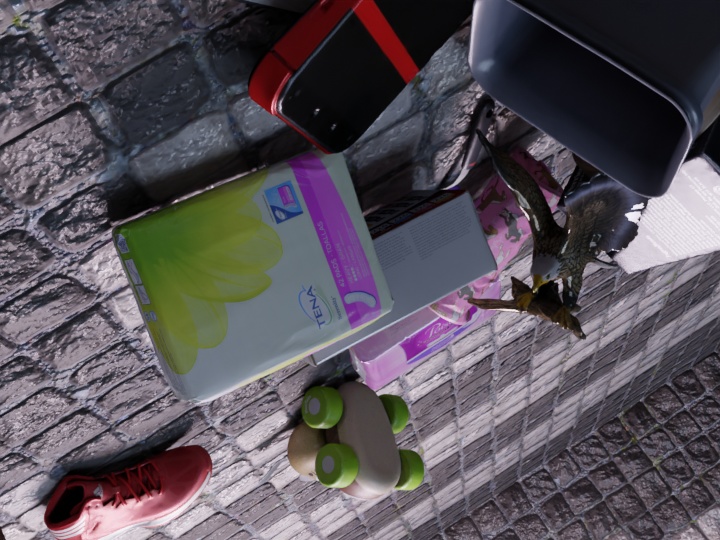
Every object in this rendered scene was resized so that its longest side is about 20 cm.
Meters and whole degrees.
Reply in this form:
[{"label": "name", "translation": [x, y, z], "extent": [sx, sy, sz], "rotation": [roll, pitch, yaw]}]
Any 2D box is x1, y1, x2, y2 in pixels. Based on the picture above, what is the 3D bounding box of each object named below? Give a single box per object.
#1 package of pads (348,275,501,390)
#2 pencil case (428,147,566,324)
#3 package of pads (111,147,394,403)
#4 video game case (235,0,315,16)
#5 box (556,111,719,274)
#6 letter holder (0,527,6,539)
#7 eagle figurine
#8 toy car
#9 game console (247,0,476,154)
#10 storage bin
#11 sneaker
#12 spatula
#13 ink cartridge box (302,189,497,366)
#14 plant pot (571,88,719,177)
[{"label": "package of pads", "translation": [0.072, 0.055, 1.273], "extent": [0.199, 0.076, 0.121], "rotation": [-32, 159, -6]}, {"label": "pencil case", "translation": [0.139, -0.034, 1.150], "extent": [0.086, 0.083, 0.201], "rotation": [24, 113, -33]}, {"label": "package of pads", "translation": [-0.083, 0.003, 0.856], "extent": [0.199, 0.156, 0.068], "rotation": [-23, -170, -22]}, {"label": "video game case", "translation": [-0.010, -0.236, 0.652], "extent": [0.199, 0.026, 0.181], "rotation": [-3, 142, -52]}, {"label": "box", "translation": [0.322, -0.122, 1.017], "extent": [0.200, 0.117, 0.198], "rotation": [-22, -146, 59]}, {"label": "letter holder", "translation": [-0.473, 0.355, 1.104], "extent": [0.200, 0.101, 0.142], "rotation": [-46, 153, 26]}, {"label": "eagle figurine", "translation": [0.183, -0.036, 0.985], "extent": [0.150, 0.151, 0.202], "rotation": [-5, 120, -6]}, {"label": "toy car", "translation": [-0.045, 0.258, 1.448], "extent": [0.163, 0.159, 0.199], "rotation": [14, 142, -45]}, {"label": "game console", "translation": [0.009, -0.167, 0.758], "extent": [0.177, 0.031, 0.200], "rotation": [-48, 168, 6]}, {"label": "storage bin", "translation": [0.206, -0.175, 0.850], "extent": [0.134, 0.199, 0.146], "rotation": [-46, 161, -19]}, {"label": "sneaker", "translation": [-0.267, 0.256, 1.213], "extent": [0.199, 0.079, 0.116], "rotation": [-32, 159, -9]}, {"label": "spatula", "translation": [0.101, -0.100, 1.077], "extent": [0.056, 0.021, 0.201], "rotation": [-27, 156, -33]}, {"label": "ink cartridge box", "translation": [0.000, 0.000, 1.018], "extent": [0.199, 0.085, 0.175], "rotation": [-27, -168, -17]}, {"label": "plant pot", "translation": [0.252, -0.184, 0.967], "extent": [0.092, 0.201, 0.201], "rotation": [37, 113, -19]}]
